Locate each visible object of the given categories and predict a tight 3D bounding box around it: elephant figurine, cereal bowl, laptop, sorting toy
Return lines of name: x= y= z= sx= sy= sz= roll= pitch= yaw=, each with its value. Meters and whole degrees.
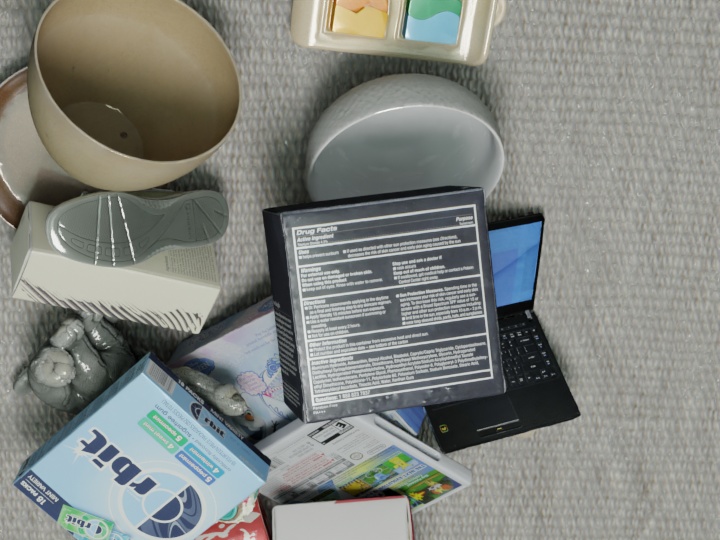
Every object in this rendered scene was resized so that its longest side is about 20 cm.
elephant figurine: x=-0.240 y=0.128 z=1.641 sx=0.200 sy=0.155 sz=0.142 roll=38 pitch=81 yaw=-8
cereal bowl: x=0.040 y=-0.127 z=1.580 sx=0.200 sy=0.083 sz=0.200 roll=-6 pitch=144 yaw=-4
laptop: x=0.138 y=0.063 z=1.635 sx=0.177 sy=0.200 sz=0.103 roll=-11 pitch=157 yaw=-27
sorting toy: x=0.040 y=-0.297 z=1.541 sx=0.200 sy=0.036 sz=0.185 roll=6 pitch=111 yaw=-7

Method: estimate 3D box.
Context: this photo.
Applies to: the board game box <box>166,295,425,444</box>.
board game box: x=-0.068 y=0.122 z=1.662 sx=0.200 sy=0.043 sz=0.199 roll=-26 pitch=115 yaw=36

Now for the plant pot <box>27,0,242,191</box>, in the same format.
plant pot: x=-0.228 y=-0.152 z=1.494 sx=0.200 sy=0.200 sz=0.134 roll=25 pitch=142 yaw=-14

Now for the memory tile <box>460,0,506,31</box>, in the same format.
memory tile: x=0.054 y=-0.318 z=1.562 sx=0.200 sy=0.017 sz=0.153 roll=6 pitch=111 yaw=-8

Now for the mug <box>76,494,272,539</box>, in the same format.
mug: x=-0.199 y=0.297 z=1.720 sx=0.200 sy=0.133 sz=0.178 roll=-17 pitch=114 yaw=-2

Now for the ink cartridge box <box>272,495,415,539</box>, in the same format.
ink cartridge box: x=-0.010 y=0.321 z=1.710 sx=0.147 sy=0.086 sz=0.200 roll=-7 pitch=148 yaw=3

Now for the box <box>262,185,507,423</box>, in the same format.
box: x=0.021 y=0.026 z=1.515 sx=0.200 sy=0.123 sz=0.199 roll=-7 pitch=97 yaw=-12

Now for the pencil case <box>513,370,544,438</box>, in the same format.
pencil case: x=0.097 y=0.118 z=1.704 sx=0.200 sy=0.090 sz=0.078 roll=15 pitch=141 yaw=-10

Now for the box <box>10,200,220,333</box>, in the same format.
box: x=-0.246 y=-0.002 z=1.595 sx=0.200 sy=0.082 sz=0.068 roll=13 pitch=127 yaw=-23

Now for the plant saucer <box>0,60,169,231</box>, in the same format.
plant saucer: x=-0.289 y=-0.120 z=1.600 sx=0.200 sy=0.032 sz=0.200 roll=-2 pitch=112 yaw=-4

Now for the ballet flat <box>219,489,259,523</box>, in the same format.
ballet flat: x=-0.194 y=0.218 z=1.682 sx=0.200 sy=0.064 sz=0.076 roll=19 pitch=111 yaw=22

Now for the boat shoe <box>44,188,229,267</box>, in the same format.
boat shoe: x=-0.225 y=-0.047 z=1.555 sx=0.202 sy=0.065 sz=0.075 roll=-12 pitch=104 yaw=-40

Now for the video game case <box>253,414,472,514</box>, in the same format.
video game case: x=-0.014 y=0.213 z=1.674 sx=0.182 sy=0.022 sz=0.200 roll=33 pitch=136 yaw=-24

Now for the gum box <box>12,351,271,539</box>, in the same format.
gum box: x=-0.220 y=0.203 z=1.591 sx=0.200 sy=0.045 sz=0.170 roll=-39 pitch=107 yaw=22
